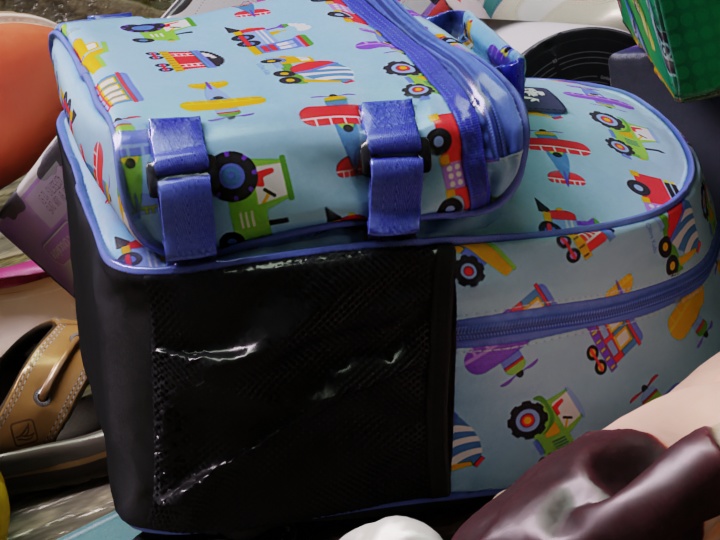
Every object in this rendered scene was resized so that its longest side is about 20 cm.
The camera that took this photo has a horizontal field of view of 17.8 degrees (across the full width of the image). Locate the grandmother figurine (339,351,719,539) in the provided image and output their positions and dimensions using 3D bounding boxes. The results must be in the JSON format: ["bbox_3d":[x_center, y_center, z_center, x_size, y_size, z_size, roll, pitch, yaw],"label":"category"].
[{"bbox_3d":[0.063,0.056,0.537,0.199,0.061,0.121,-27,-12,-38],"label":"grandmother figurine"}]

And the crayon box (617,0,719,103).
[{"bbox_3d":[0.135,-0.104,0.678,0.118,0.059,0.200,-14,11,6],"label":"crayon box"}]

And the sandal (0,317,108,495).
[{"bbox_3d":[-0.123,0.049,0.849,0.198,0.055,0.082,-17,10,-7],"label":"sandal"}]

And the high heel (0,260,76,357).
[{"bbox_3d":[-0.150,0.027,0.988,0.095,0.068,0.199,-18,-6,37],"label":"high heel"}]

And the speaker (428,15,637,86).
[{"bbox_3d":[0.054,-0.055,0.864,0.081,0.082,0.200,-18,12,-12],"label":"speaker"}]

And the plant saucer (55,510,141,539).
[{"bbox_3d":[-0.073,0.088,0.670,0.199,0.019,0.070,-25,14,-40],"label":"plant saucer"}]

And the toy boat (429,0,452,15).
[{"bbox_3d":[0.025,-0.048,1.045,0.130,0.132,0.200,21,25,19],"label":"toy boat"}]

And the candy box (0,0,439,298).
[{"bbox_3d":[-0.037,-0.084,0.863,0.200,0.071,0.168,-52,8,-23],"label":"candy box"}]

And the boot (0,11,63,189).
[{"bbox_3d":[-0.163,-0.043,0.882,0.107,0.076,0.199,9,30,44],"label":"boot"}]

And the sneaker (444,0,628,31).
[{"bbox_3d":[0.073,-0.146,0.980,0.070,0.094,0.200,-24,26,-9],"label":"sneaker"}]

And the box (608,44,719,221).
[{"bbox_3d":[0.204,-0.047,0.730,0.199,0.105,0.148,-20,12,-23],"label":"box"}]

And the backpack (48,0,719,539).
[{"bbox_3d":[0.017,-0.007,0.670,0.198,0.136,0.183,-6,21,-9],"label":"backpack"}]

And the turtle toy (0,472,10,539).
[{"bbox_3d":[-0.194,0.018,0.748,0.144,0.201,0.101,-6,37,7],"label":"turtle toy"}]
